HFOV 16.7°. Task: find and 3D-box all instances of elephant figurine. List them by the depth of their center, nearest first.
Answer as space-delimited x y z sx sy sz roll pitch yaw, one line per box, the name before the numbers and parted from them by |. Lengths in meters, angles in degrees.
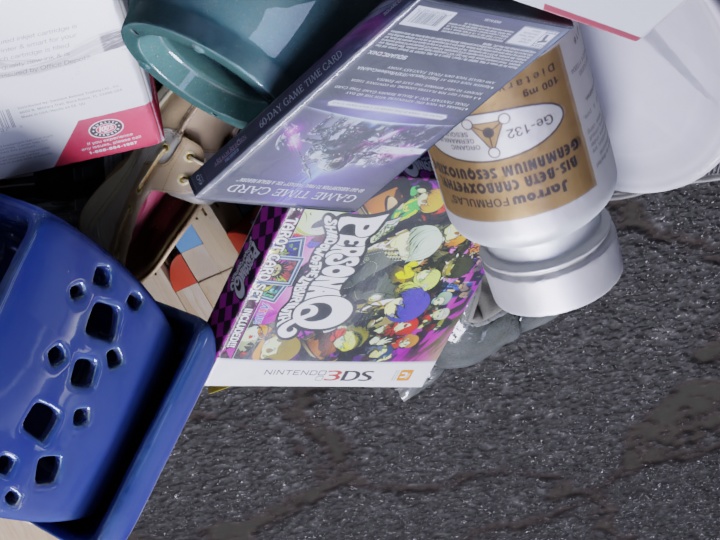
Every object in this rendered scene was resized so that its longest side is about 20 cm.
elephant figurine | 0.063 -0.024 1.793 0.141 0.156 0.200 -12 151 11

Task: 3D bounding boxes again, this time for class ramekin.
ramekin | 0.178 -0.158 1.594 0.202 0.094 0.203 23 135 25

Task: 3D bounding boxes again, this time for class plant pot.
plant pot | -0.060 -0.165 1.462 0.200 0.135 0.200 28 166 7
plant pot | -0.224 0.071 1.656 0.179 0.201 0.200 30 172 -31

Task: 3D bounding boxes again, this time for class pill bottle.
pill bottle | 0.102 -0.077 1.564 0.114 0.115 0.201 -15 118 6

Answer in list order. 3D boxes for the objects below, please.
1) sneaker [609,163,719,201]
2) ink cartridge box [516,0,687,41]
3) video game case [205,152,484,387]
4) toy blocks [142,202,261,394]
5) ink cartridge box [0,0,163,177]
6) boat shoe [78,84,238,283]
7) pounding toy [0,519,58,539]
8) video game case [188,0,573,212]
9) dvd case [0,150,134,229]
sneaker | 0.211 -0.111 1.738 0.199 0.121 0.084 -3 113 23
ink cartridge box | 0.115 -0.251 1.423 0.145 0.201 0.083 14 142 -32
video game case | 0.000 0.000 1.668 0.181 0.036 0.200 2 133 -32
toy blocks | -0.085 -0.004 1.792 0.199 0.100 0.137 -22 103 40
ink cartridge box | -0.216 -0.155 1.549 0.144 0.084 0.200 -11 145 0
boat shoe | -0.120 -0.070 1.701 0.074 0.069 0.200 1 136 -44
pounding toy | -0.260 0.134 1.875 0.141 0.185 0.200 -12 146 2
video game case | 0.012 -0.098 1.436 0.143 0.019 0.200 3 146 -49
dvd case | -0.255 -0.071 1.726 0.199 0.025 0.151 -7 145 -9
